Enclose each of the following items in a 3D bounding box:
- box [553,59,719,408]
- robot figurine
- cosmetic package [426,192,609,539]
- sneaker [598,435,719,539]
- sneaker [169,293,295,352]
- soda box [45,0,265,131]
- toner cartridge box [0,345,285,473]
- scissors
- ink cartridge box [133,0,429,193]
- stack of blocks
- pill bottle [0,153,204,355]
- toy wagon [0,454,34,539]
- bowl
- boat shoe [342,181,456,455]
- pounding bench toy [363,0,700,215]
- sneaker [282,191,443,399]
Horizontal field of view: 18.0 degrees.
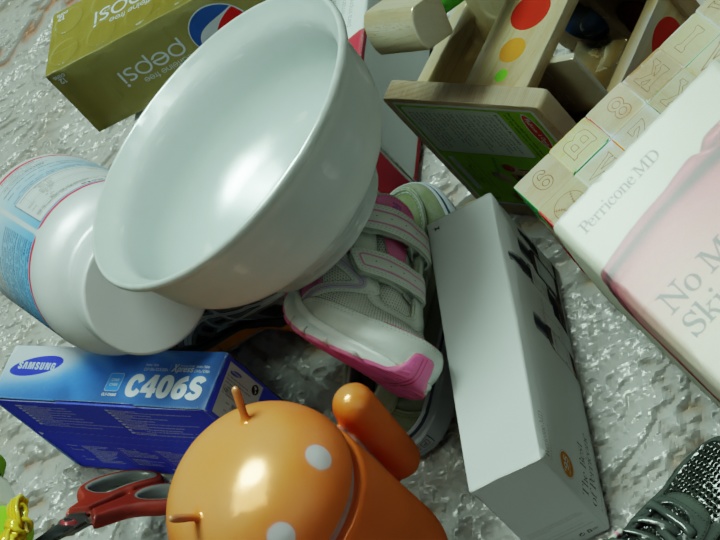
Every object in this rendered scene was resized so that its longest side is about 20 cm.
[{"bbox_3d":[0.217,0.012,1.156,0.128,0.109,0.200,-46,58,2],"label":"box"},{"bbox_3d":[-0.028,0.148,1.227,0.143,0.200,0.117,-34,41,13],"label":"robot figurine"},{"bbox_3d":[0.089,0.057,1.293,0.050,0.083,0.201,-28,44,21],"label":"cosmetic package"},{"bbox_3d":[0.138,0.166,1.156,0.080,0.086,0.201,22,73,46],"label":"sneaker"},{"bbox_3d":[-0.086,0.005,1.493,0.199,0.077,0.079,-14,51,35],"label":"sneaker"},{"bbox_3d":[-0.118,-0.174,1.548,0.199,0.064,0.068,-25,41,24],"label":"soda box"},{"bbox_3d":[-0.135,0.091,1.451,0.199,0.095,0.043,0,57,41],"label":"toner cartridge box"},{"bbox_3d":[-0.178,0.154,1.394,0.073,0.199,0.014,13,107,34],"label":"scissors"},{"bbox_3d":[-0.059,-0.106,1.555,0.199,0.083,0.147,-18,47,29],"label":"ink cartridge box"},{"bbox_3d":[0.198,-0.070,1.277,0.200,0.115,0.059,-44,40,1],"label":"stack of blocks"},{"bbox_3d":[-0.166,-0.008,1.432,0.109,0.109,0.200,-52,26,-6],"label":"pill bottle"},{"bbox_3d":[-0.238,0.177,1.291,0.199,0.039,0.156,-26,43,43],"label":"toy wagon"},{"bbox_3d":[-0.053,-0.052,1.285,0.200,0.090,0.202,-35,34,28],"label":"bowl"},{"bbox_3d":[0.027,0.018,1.394,0.072,0.062,0.201,-22,46,26],"label":"boat shoe"},{"bbox_3d":[0.102,-0.150,1.360,0.124,0.200,0.157,7,63,44],"label":"pounding bench toy"},{"bbox_3d":[0.000,0.000,1.315,0.088,0.081,0.200,-51,36,8],"label":"sneaker"}]
